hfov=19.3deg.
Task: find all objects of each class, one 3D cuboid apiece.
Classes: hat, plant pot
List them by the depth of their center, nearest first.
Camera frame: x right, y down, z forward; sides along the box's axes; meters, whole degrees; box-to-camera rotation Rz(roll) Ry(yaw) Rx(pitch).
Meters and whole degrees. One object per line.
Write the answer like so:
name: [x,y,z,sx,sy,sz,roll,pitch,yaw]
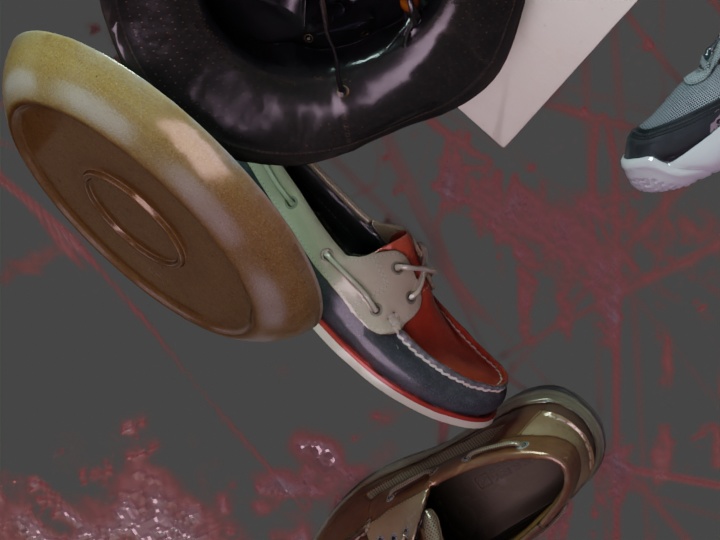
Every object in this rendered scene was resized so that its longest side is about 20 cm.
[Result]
hat: [-0.023,-0.150,0.970,0.199,0.081,0.202,-5,119,-9]
plant pot: [-0.103,-0.032,1.018,0.200,0.200,0.028,42,71,-4]

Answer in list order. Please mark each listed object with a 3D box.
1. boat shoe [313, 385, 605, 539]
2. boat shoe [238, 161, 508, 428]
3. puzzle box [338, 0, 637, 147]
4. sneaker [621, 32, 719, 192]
boat shoe: [0.038,0.133,1.094,0.200,0.072,0.076,-41,96,22]
boat shoe: [0.000,0.000,1.060,0.200,0.071,0.063,40,110,2]
puzzle box: [0.039,-0.174,1.009,0.200,0.025,0.133,42,113,-3]
sneaker: [0.183,-0.129,0.968,0.199,0.076,0.114,-36,97,16]
